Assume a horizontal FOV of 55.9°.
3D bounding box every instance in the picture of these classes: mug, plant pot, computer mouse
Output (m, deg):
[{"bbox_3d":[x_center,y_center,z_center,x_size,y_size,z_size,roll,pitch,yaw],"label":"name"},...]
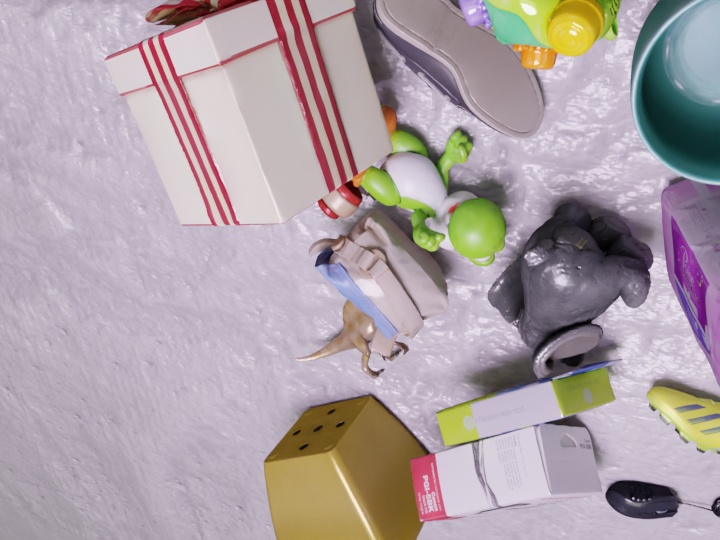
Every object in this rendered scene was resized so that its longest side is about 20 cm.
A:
[{"bbox_3d":[0.293,-0.150,0.544,0.149,0.115,0.187,12,129,15],"label":"mug"},{"bbox_3d":[-0.025,0.303,0.985,0.198,0.200,0.178,-19,105,34],"label":"plant pot"},{"bbox_3d":[0.424,0.316,0.886,0.197,0.034,0.059,2,125,22],"label":"computer mouse"}]

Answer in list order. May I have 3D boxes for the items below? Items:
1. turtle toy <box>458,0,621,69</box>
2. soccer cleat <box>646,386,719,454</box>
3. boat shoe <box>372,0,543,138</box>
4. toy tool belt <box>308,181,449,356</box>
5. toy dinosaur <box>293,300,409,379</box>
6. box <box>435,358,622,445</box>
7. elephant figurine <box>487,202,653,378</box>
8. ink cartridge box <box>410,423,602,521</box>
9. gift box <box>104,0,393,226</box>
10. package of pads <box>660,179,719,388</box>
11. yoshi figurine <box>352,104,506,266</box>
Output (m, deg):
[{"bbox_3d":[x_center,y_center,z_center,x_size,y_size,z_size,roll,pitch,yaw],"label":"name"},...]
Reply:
[{"bbox_3d":[0.126,-0.246,0.548,0.199,0.147,0.101,36,153,-4],"label":"turtle toy"},{"bbox_3d":[0.425,0.179,0.778,0.198,0.065,0.085,31,102,6],"label":"soccer cleat"},{"bbox_3d":[0.092,-0.200,0.650,0.199,0.073,0.063,37,174,-12],"label":"boat shoe"},{"bbox_3d":[0.000,0.000,0.772,0.123,0.125,0.200,-42,102,17],"label":"toy tool belt"},{"bbox_3d":[0.006,0.087,0.904,0.101,0.058,0.200,49,122,3],"label":"toy dinosaur"},{"bbox_3d":[0.200,0.156,0.798,0.199,0.121,0.048,-29,71,44],"label":"box"},{"bbox_3d":[0.206,0.045,0.710,0.153,0.142,0.202,22,127,0],"label":"elephant figurine"},{"bbox_3d":[0.187,0.266,0.879,0.199,0.084,0.145,-28,150,37],"label":"ink cartridge box"},{"bbox_3d":[-0.094,-0.165,0.615,0.182,0.200,0.189,0,120,40],"label":"gift box"},{"bbox_3d":[0.323,0.010,0.593,0.074,0.201,0.122,-14,119,17],"label":"package of pads"},{"bbox_3d":[0.079,-0.078,0.703,0.199,0.113,0.113,37,125,-9],"label":"yoshi figurine"}]
